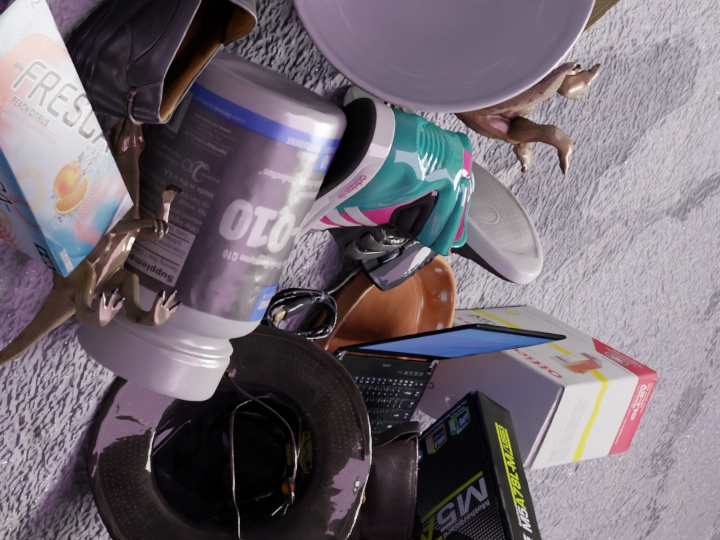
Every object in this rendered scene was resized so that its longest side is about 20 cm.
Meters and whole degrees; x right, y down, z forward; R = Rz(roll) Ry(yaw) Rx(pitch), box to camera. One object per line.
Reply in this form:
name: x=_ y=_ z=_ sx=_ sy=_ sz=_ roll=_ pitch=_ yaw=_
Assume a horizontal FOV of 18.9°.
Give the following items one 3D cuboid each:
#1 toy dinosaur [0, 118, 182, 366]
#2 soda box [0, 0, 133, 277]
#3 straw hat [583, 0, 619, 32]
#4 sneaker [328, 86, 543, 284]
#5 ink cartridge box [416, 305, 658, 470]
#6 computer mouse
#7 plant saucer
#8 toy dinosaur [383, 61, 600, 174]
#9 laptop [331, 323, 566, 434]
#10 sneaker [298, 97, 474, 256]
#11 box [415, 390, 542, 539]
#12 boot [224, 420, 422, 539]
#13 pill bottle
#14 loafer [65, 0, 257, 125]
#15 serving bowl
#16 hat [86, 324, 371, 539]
toy dinosaur: x=-0.160 y=0.002 z=1.288 sx=0.058 sy=0.101 sz=0.200 roll=32 pitch=89 yaw=-46
soda box: x=-0.191 y=-0.086 z=1.175 sx=0.064 sy=0.068 sz=0.200 roll=-49 pitch=150 yaw=-21
straw hat: x=0.167 y=-0.244 z=1.608 sx=0.201 sy=0.085 sz=0.201 roll=-43 pitch=-174 yaw=6
sneaker: x=0.043 y=-0.033 z=1.510 sx=0.071 sy=0.200 sz=0.099 roll=-9 pitch=135 yaw=-48
ink cartridge box: x=0.147 y=0.098 z=1.861 sx=0.200 sy=0.145 sz=0.084 roll=-2 pitch=118 yaw=-60
computer mouse: x=0.000 y=0.000 z=1.601 sx=0.200 sy=0.034 sz=0.059 roll=-37 pitch=104 yaw=-41
plant saucer: x=0.004 y=0.070 z=1.714 sx=0.200 sy=0.032 sz=0.201 roll=-41 pitch=147 yaw=-34
toy dinosaur: x=0.079 y=-0.125 z=1.457 sx=0.200 sy=0.135 sz=0.086 roll=-142 pitch=-107 yaw=-79
laptop: x=0.044 y=0.112 z=1.677 sx=0.177 sy=0.103 sz=0.200 roll=11 pitch=107 yaw=-61
sneaker: x=0.013 y=-0.050 z=1.425 sx=0.200 sy=0.120 sz=0.084 roll=-27 pitch=-131 yaw=60
box: x=0.049 y=0.220 z=1.655 sx=0.047 sy=0.193 sz=0.200 roll=34 pitch=118 yaw=-28
boot: x=-0.040 y=0.197 z=1.613 sx=0.069 sy=0.174 sz=0.200 roll=-102 pitch=-162 yaw=-56
pill bottle: x=-0.097 y=-0.028 z=1.350 sx=0.114 sy=0.114 sz=0.200 roll=3 pitch=114 yaw=-61
loafer: x=-0.087 y=-0.160 z=1.279 sx=0.200 sy=0.072 sz=0.073 roll=-52 pitch=151 yaw=-18
serving bowl: x=0.051 y=-0.194 z=1.376 sx=0.200 sy=0.200 sz=0.066 roll=-57 pitch=177 yaw=-6
hat: x=-0.096 y=0.129 z=1.514 sx=0.201 sy=0.200 sz=0.081 roll=-55 pitch=-168 yaw=-11
